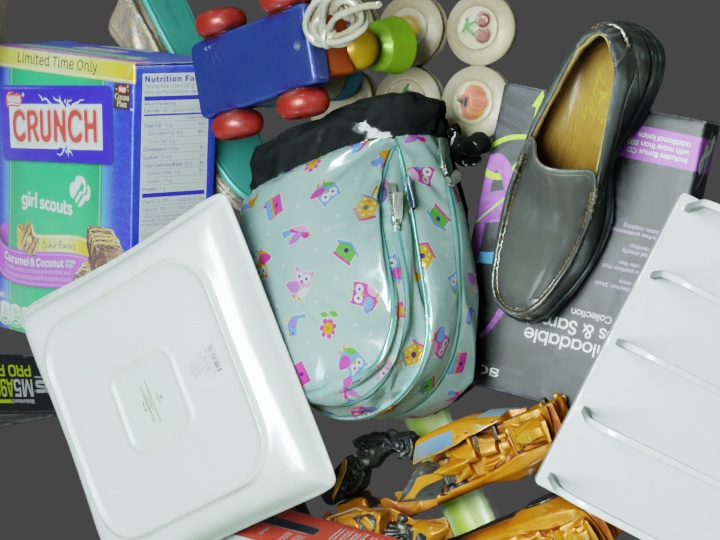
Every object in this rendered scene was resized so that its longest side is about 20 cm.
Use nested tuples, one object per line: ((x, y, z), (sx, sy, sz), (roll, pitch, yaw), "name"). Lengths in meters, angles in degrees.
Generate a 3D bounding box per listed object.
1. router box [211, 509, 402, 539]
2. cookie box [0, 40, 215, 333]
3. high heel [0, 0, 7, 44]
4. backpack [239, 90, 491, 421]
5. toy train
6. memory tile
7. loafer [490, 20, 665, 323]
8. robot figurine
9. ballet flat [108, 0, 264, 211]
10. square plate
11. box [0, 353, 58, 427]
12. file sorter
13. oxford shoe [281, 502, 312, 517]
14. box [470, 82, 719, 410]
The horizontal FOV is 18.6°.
((-0.034, 0.260, 1.446), (0.179, 0.049, 0.201), (11, 113, 28), "router box")
((-0.181, -0.052, 1.515), (0.171, 0.075, 0.201), (11, 103, 45), "cookie box")
((-0.291, -0.198, 1.585), (0.096, 0.067, 0.200), (-4, 128, 18), "high heel")
((0.000, 0.000, 1.422), (0.167, 0.126, 0.201), (-23, 70, 41), "backpack")
((-0.009, -0.142, 1.402), (0.200, 0.115, 0.085), (-13, 86, 49), "toy train")
((0.037, -0.187, 1.490), (0.153, 0.017, 0.201), (3, 89, 27), "memory tile")
((0.123, -0.063, 1.372), (0.073, 0.072, 0.201), (21, 98, 24), "loafer")
((0.062, 0.160, 1.428), (0.200, 0.058, 0.145), (-26, 88, 27), "robot figurine")
((-0.122, -0.114, 1.547), (0.067, 0.068, 0.200), (-41, 65, 39), "ballet flat")
((-0.127, 0.080, 1.413), (0.198, 0.028, 0.201), (-29, 78, 34), "square plate")
((-0.329, 0.097, 1.578), (0.199, 0.160, 0.044), (-12, 81, 25), "box")
((0.210, 0.073, 1.296), (0.138, 0.125, 0.200), (27, 92, 2), "file sorter")
((-0.062, 0.146, 1.496), (0.071, 0.073, 0.200), (-28, 94, 38), "oxford shoe")
((0.140, -0.010, 1.421), (0.143, 0.036, 0.201), (13, 95, 26), "box")
